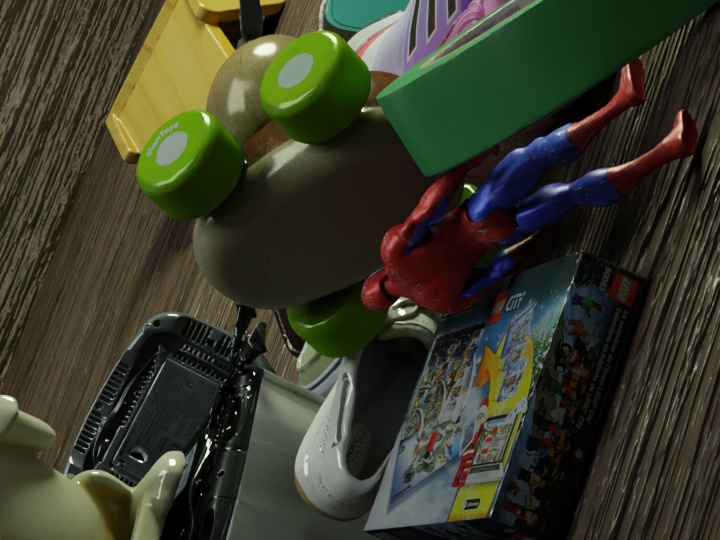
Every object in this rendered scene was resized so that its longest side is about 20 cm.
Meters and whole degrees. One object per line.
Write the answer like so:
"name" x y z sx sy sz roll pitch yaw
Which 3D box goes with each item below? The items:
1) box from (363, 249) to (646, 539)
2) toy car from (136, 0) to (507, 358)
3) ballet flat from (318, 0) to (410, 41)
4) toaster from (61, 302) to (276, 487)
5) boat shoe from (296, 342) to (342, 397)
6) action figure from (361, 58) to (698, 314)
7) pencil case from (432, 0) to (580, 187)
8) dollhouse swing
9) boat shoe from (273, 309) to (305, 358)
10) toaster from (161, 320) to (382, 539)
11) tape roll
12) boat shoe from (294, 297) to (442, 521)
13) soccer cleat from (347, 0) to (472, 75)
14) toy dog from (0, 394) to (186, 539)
"box" 0.069 0.072 1.237 0.138 0.037 0.200 -69 13 -13
"toy car" -0.025 -0.087 1.342 0.157 0.164 0.201 -30 40 20
"ballet flat" 0.000 -0.141 1.626 0.072 0.071 0.201 -36 34 65
"toaster" -0.119 0.116 1.674 0.201 0.113 0.129 -64 -14 -8
"boat shoe" 0.000 0.000 1.576 0.072 0.062 0.201 -88 23 -57
"action figure" 0.075 -0.032 1.219 0.199 0.065 0.052 -35 28 28
"pencil case" 0.065 -0.097 1.412 0.086 0.083 0.200 -30 -9 -35
"dollhouse swing" -0.135 -0.176 2.465 0.181 0.176 0.201 -15 -36 -50
"boat shoe" -0.053 -0.036 1.665 0.070 0.070 0.202 -21 75 46
"toaster" -0.064 0.170 1.423 0.200 0.118 0.182 127 160 -47
"tape roll" 0.102 -0.119 1.187 0.200 0.048 0.200 -33 6 4
"boat shoe" 0.027 0.044 1.369 0.069 0.070 0.201 -40 27 63
"soccer cleat" 0.050 -0.138 1.492 0.200 0.068 0.074 -36 53 56
"toy dog" -0.223 0.147 1.393 0.194 0.199 0.140 -47 23 55
